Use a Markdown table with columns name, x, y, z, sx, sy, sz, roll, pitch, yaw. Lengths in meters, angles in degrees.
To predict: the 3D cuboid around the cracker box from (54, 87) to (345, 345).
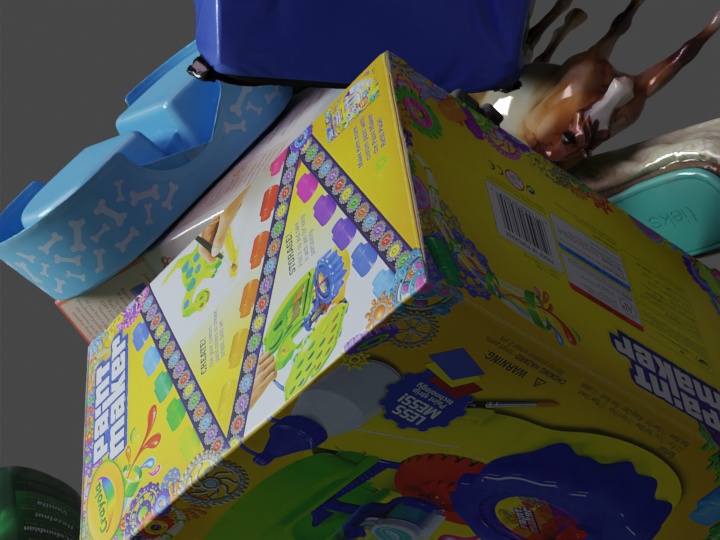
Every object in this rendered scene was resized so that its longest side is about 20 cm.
| name | x | y | z | sx | sy | sz | roll | pitch | yaw |
| --- | --- | --- | --- | --- | --- | --- | --- | --- | --- |
| cracker box | -0.055 | -0.035 | 0.810 | 0.199 | 0.058 | 0.134 | -26 | 21 | 32 |

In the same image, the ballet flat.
| name | x | y | z | sx | sy | sz | roll | pitch | yaw |
| --- | --- | --- | --- | --- | --- | --- | --- | --- | --- |
| ballet flat | 0.112 | -0.024 | 0.689 | 0.200 | 0.068 | 0.062 | -12 | 26 | 48 |

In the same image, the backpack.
| name | x | y | z | sx | sy | sz | roll | pitch | yaw |
| --- | --- | --- | --- | --- | --- | --- | --- | --- | --- |
| backpack | 0.002 | -0.180 | 0.730 | 0.200 | 0.162 | 0.169 | -111 | 31 | -67 |

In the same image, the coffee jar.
| name | x | y | z | sx | sy | sz | roll | pitch | yaw |
| --- | --- | --- | --- | --- | --- | --- | --- | --- | --- |
| coffee jar | -0.202 | 0.214 | 0.914 | 0.104 | 0.085 | 0.200 | -54 | 32 | 10 |

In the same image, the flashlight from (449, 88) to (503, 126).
| name | x | y | z | sx | sy | sz | roll | pitch | yaw |
| --- | --- | --- | --- | --- | --- | --- | --- | --- | --- |
| flashlight | -0.007 | 0.000 | 0.695 | 0.200 | 0.068 | 0.068 | -31 | 64 | 30 |

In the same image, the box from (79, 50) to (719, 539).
| name | x | y | z | sx | sy | sz | roll | pitch | yaw |
| --- | --- | --- | --- | --- | --- | --- | --- | --- | --- |
| box | 0.026 | 0.058 | 0.593 | 0.193 | 0.200 | 0.122 | -42 | 36 | 29 |

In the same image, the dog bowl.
| name | x | y | z | sx | sy | sz | roll | pitch | yaw |
| --- | --- | --- | --- | --- | --- | --- | --- | --- | --- |
| dog bowl | -0.113 | -0.061 | 0.808 | 0.200 | 0.050 | 0.111 | -48 | 21 | -28 |

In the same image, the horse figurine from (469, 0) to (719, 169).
| name | x | y | z | sx | sy | sz | roll | pitch | yaw |
| --- | --- | --- | --- | --- | --- | --- | --- | --- | --- |
| horse figurine | 0.095 | -0.094 | 0.736 | 0.133 | 0.050 | 0.200 | -49 | 25 | -15 |

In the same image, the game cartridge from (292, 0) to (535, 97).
| name | x | y | z | sx | sy | sz | roll | pitch | yaw |
| --- | --- | --- | --- | --- | --- | --- | --- | --- | --- |
| game cartridge | 0.003 | -0.154 | 0.880 | 0.199 | 0.038 | 0.130 | 5 | 62 | 26 |
